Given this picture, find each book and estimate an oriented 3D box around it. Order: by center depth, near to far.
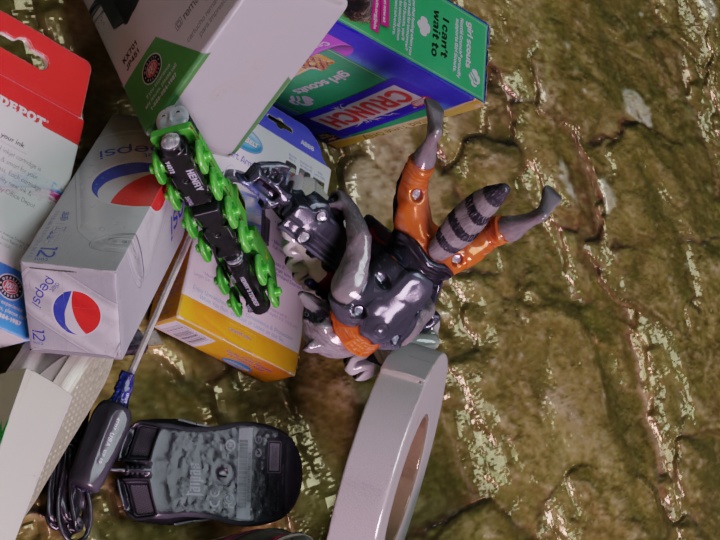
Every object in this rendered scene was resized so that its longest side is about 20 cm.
[{"bbox_3d":[-0.247,0.134,0.870,0.048,0.199,0.135,38,54,-33],"label":"book"}]

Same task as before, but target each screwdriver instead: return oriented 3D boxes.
[{"bbox_3d":[-0.151,0.053,1.062,0.029,0.028,0.202,16,70,-1],"label":"screwdriver"}]

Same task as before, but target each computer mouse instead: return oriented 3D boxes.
[{"bbox_3d":[-0.135,0.112,1.108,0.198,0.046,0.142,0,83,-34],"label":"computer mouse"}]

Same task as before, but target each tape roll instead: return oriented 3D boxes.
[{"bbox_3d":[0.019,0.152,1.168,0.203,0.037,0.205,16,90,-79],"label":"tape roll"}]

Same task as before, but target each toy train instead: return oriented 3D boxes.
[{"bbox_3d":[-0.096,-0.038,1.071,0.201,0.041,0.057,67,13,-53],"label":"toy train"}]

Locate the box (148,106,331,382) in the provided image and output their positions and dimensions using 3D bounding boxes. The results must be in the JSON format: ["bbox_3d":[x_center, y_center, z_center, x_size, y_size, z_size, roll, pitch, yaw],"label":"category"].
[{"bbox_3d":[-0.086,-0.031,1.198,0.119,0.041,0.202,30,57,-37],"label":"box"}]

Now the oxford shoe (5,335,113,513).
[{"bbox_3d":[-0.228,0.117,0.995,0.057,0.075,0.201,26,69,11],"label":"oxford shoe"}]

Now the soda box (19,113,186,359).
[{"bbox_3d":[-0.159,-0.028,1.039,0.201,0.063,0.069,-73,166,-57],"label":"soda box"}]

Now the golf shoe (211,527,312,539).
[{"bbox_3d":[-0.121,0.230,1.072,0.198,0.088,0.078,-16,104,-24],"label":"golf shoe"}]

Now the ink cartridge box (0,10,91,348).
[{"bbox_3d":[-0.252,-0.062,1.014,0.116,0.067,0.202,29,60,-38],"label":"ink cartridge box"}]

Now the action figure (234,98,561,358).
[{"bbox_3d":[0.014,-0.019,1.084,0.199,0.194,0.105,29,22,-28],"label":"action figure"}]

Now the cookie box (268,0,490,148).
[{"bbox_3d":[-0.027,-0.173,1.201,0.199,0.170,0.076,21,67,-40],"label":"cookie box"}]

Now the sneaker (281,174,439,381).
[{"bbox_3d":[0.000,0.000,1.192,0.201,0.080,0.076,60,29,-42],"label":"sneaker"}]

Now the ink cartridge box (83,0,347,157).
[{"bbox_3d":[-0.114,-0.204,1.085,0.083,0.147,0.201,9,41,-43],"label":"ink cartridge box"}]
